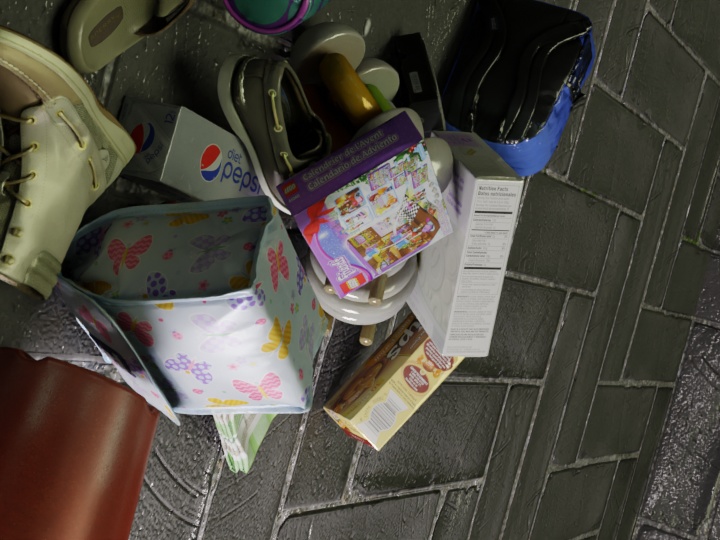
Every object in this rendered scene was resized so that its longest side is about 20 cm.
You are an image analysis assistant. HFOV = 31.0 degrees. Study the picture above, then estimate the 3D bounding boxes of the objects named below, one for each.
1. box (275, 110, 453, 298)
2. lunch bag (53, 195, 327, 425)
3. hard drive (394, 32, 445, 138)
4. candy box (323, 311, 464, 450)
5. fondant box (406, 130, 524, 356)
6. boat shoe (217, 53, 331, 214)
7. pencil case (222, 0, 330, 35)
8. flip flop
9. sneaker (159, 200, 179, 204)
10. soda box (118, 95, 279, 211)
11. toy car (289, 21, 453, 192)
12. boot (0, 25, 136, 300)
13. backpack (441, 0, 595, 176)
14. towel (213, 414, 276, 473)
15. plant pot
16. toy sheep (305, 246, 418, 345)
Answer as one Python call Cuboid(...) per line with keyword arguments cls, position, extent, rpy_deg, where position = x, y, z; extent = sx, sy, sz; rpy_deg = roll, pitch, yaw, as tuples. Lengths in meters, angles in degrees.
Cuboid(cls="box", position=(0.010, -0.057, 1.233), extent=(0.136, 0.039, 0.200), rpy_deg=(-31, 154, -2))
Cuboid(cls="lunch bag", position=(-0.146, 0.039, 1.080), extent=(0.170, 0.197, 0.128), rpy_deg=(69, 26, -47))
Cuboid(cls="hard drive", position=(0.076, -0.151, 1.493), extent=(0.141, 0.037, 0.202), rpy_deg=(-99, 180, -49))
Cuboid(cls="candy box", position=(0.054, 0.114, 1.530), extent=(0.200, 0.115, 0.055), rpy_deg=(-45, 105, -11))
Cuboid(cls="fondant box", position=(0.105, -0.030, 1.385), extent=(0.058, 0.144, 0.202), rpy_deg=(2, 114, -18))
Cuboid(cls="boat shoe", position=(-0.063, -0.116, 1.174), extent=(0.202, 0.060, 0.073), rpy_deg=(60, 41, -50))
Cuboid(cls="pencil case", position=(-0.060, -0.274, 1.149), extent=(0.086, 0.092, 0.200), rpy_deg=(-57, -178, 27))
Cuboid(cls="flip flop", position=(-0.165, -0.229, 1.051), extent=(0.201, 0.057, 0.082), rpy_deg=(-53, 146, -35))
Cuboid(cls="sneaker", position=(-0.142, -0.012, 1.201), extent=(0.098, 0.070, 0.201), rpy_deg=(-60, 152, -24))
Cuboid(cls="soda box", position=(-0.140, -0.092, 1.166), extent=(0.200, 0.063, 0.069), rpy_deg=(23, 81, -63))
Cuboid(cls="toy car", position=(-0.012, -0.135, 1.316), extent=(0.150, 0.176, 0.200), rpy_deg=(-39, 153, 11))
Cuboid(cls="boot", position=(-0.256, -0.076, 0.955), extent=(0.156, 0.071, 0.200), rpy_deg=(-63, 152, -14))
Cuboid(cls="backpack", position=(0.200, -0.218, 1.638), extent=(0.202, 0.161, 0.168), rpy_deg=(-65, 155, -18))
Cuboid(cls="towel", position=(-0.100, 0.116, 1.348), extent=(0.150, 0.030, 0.201), rpy_deg=(-59, 163, -25))
Cuboid(cls="plant pot", position=(-0.253, 0.175, 0.984), extent=(0.201, 0.199, 0.197), rpy_deg=(52, 51, -58))
Cuboid(cls="toy sheep", position=(0.000, 0.000, 1.419), extent=(0.138, 0.137, 0.201), rpy_deg=(-56, 172, -31))
